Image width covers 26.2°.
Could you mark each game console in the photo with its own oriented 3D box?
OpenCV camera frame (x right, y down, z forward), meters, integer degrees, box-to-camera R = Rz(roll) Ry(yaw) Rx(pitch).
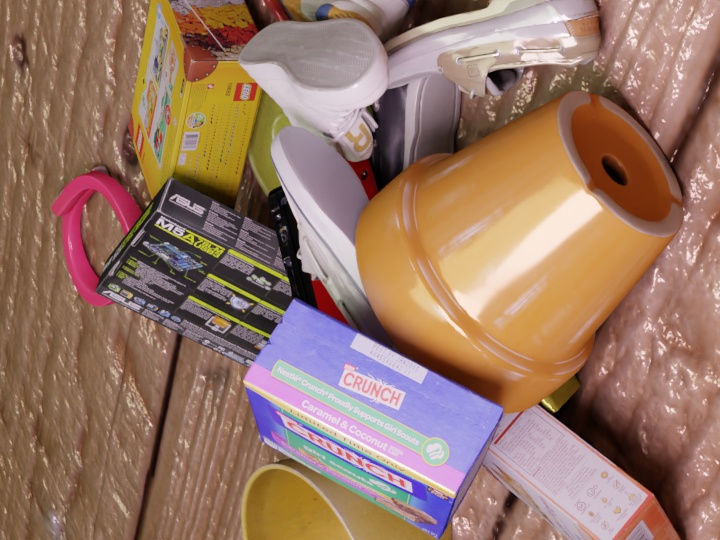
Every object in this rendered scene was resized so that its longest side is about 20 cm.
[{"bbox_3d":[0.000,0.000,1.327,0.172,0.118,0.201,48,-158,-51],"label":"game console"}]

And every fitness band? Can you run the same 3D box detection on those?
[{"bbox_3d":[-0.303,-0.038,1.816,0.200,0.037,0.145,-35,81,55],"label":"fitness band"}]

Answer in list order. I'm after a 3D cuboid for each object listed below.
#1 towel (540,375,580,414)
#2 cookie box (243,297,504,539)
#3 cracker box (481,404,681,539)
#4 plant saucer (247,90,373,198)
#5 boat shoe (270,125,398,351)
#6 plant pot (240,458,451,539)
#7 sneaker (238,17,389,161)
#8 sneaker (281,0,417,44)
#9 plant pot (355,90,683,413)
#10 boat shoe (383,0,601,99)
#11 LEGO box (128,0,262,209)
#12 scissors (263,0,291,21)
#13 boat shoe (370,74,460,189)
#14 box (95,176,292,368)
[{"bbox_3d":[0.101,0.026,1.236,0.018,0.086,0.201,-40,84,24],"label":"towel"},{"bbox_3d":[0.008,0.114,1.143,0.170,0.076,0.200,28,163,9],"label":"cookie box"},{"bbox_3d":[0.157,0.165,1.222,0.200,0.058,0.134,38,172,38],"label":"cracker box"},{"bbox_3d":[-0.056,-0.124,1.445,0.199,0.031,0.202,27,126,44],"label":"plant saucer"},{"bbox_3d":[-0.016,-0.018,1.190,0.066,0.072,0.201,-45,76,34],"label":"boat shoe"},{"bbox_3d":[0.002,0.251,1.454,0.199,0.141,0.202,29,129,43],"label":"plant pot"},{"bbox_3d":[-0.011,-0.134,1.219,0.116,0.074,0.200,50,169,-28],"label":"sneaker"},{"bbox_3d":[-0.002,-0.222,1.302,0.075,0.088,0.200,49,173,-23],"label":"sneaker"},{"bbox_3d":[0.127,-0.028,1.128,0.183,0.199,0.201,-42,72,37],"label":"plant pot"},{"bbox_3d":[0.091,-0.164,1.170,0.199,0.074,0.069,-15,95,42],"label":"boat shoe"},{"bbox_3d":[-0.159,-0.168,1.486,0.201,0.076,0.150,108,149,-42],"label":"LEGO box"},{"bbox_3d":[-0.044,-0.190,1.371,0.201,0.014,0.073,55,-177,10],"label":"scissors"},{"bbox_3d":[0.037,-0.087,1.302,0.060,0.073,0.202,28,125,43],"label":"boat shoe"},{"bbox_3d":[-0.137,0.011,1.505,0.199,0.048,0.193,27,144,-14],"label":"box"}]
